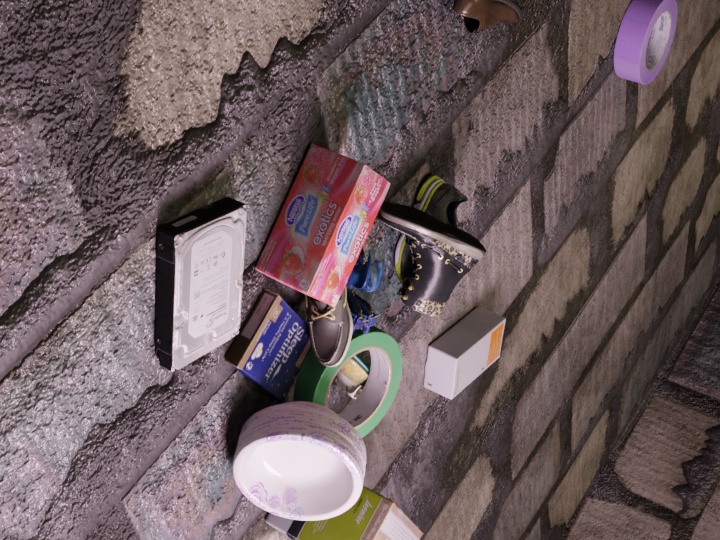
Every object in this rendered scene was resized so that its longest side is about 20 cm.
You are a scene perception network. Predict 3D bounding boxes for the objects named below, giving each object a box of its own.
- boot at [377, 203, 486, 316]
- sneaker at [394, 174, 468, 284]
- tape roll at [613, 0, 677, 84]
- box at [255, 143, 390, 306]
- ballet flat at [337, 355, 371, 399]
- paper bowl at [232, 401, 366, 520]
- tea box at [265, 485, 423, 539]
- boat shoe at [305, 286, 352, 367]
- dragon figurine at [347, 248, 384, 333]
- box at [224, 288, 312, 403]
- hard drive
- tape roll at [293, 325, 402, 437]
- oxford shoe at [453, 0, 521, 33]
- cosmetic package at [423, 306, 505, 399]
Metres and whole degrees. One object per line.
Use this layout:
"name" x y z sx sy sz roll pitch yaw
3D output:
"boot" 0.093 -0.015 1.896 0.202 0.074 0.154 21 113 -23
"sneaker" 0.121 -0.061 1.955 0.074 0.080 0.202 4 106 -60
"tape roll" 0.644 -0.526 2.555 0.200 0.065 0.202 -41 143 -40
"box" -0.054 -0.065 1.628 0.201 0.102 0.095 -65 152 -2
"ballet flat" -0.004 0.185 1.939 0.071 0.070 0.200 -63 152 -8
"paper bowl" -0.089 0.280 1.721 0.105 0.198 0.202 -81 171 -50
"tea box" -0.024 0.441 1.942 0.134 0.196 0.200 -59 151 -15
"boat shoe" -0.052 0.044 1.706 0.060 0.071 0.203 10 81 -69
"dragon figurine" 0.000 0.000 1.765 0.059 0.099 0.202 23 84 -62
"box" -0.124 0.122 1.713 0.122 0.032 0.200 -61 152 -13
"hard drive" -0.209 0.018 1.484 0.139 0.038 0.202 -29 135 -49
"tape roll" -0.018 0.182 1.817 0.200 0.048 0.202 -25 128 -37
"oxford shoe" 0.202 -0.431 1.861 0.199 0.073 0.085 1 125 -58
"cosmetic package" 0.212 0.164 2.289 0.200 0.071 0.102 -33 137 -46
